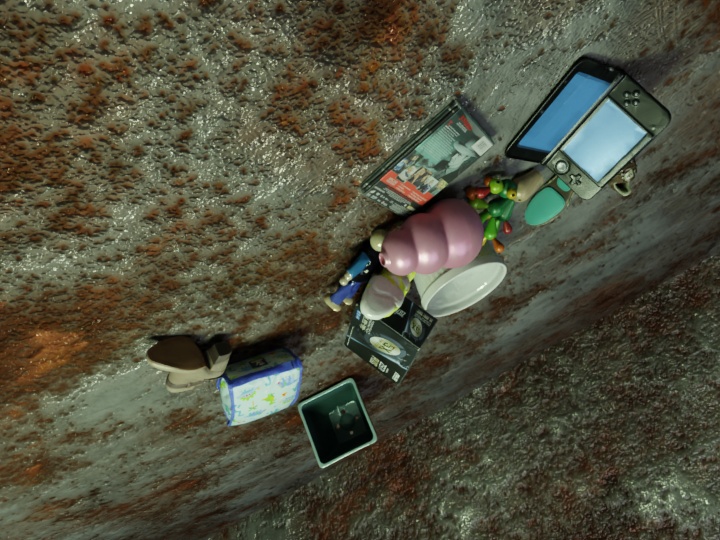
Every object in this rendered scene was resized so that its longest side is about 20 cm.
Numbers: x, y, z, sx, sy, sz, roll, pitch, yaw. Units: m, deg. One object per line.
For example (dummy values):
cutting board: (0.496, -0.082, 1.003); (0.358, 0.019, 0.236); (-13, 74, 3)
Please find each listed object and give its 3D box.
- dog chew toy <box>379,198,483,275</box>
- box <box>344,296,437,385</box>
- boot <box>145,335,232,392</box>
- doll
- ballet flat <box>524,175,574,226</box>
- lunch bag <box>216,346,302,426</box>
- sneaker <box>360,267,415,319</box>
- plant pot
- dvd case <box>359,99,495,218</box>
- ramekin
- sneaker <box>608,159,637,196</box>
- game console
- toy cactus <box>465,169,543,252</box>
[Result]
dog chew toy: (0.123, -0.051, 0.949); (0.196, 0.126, 0.126); (-20, 154, -21)
box: (0.060, 0.140, 1.180); (0.086, 0.162, 0.202); (-49, 168, -32)
boot: (-0.349, 0.195, 1.048); (0.197, 0.072, 0.146); (6, 142, -45)
doll: (0.000, 0.000, 1.020); (0.135, 0.049, 0.201); (-26, 159, -49)
ballet flat: (0.414, -0.169, 1.081); (0.074, 0.068, 0.202); (-25, 155, -37)
lunch bag: (-0.226, 0.254, 1.188); (0.166, 0.130, 0.200); (-15, 163, -24)
sneaker: (0.044, 0.047, 1.045); (0.200, 0.076, 0.105); (-44, 177, -46)
plant pot: (-0.056, 0.476, 1.673); (0.192, 0.200, 0.200); (-26, 163, 2)
dvd case: (0.109, -0.169, 0.857); (0.198, 0.022, 0.144); (-38, 151, 24)
ramekin: (0.203, 0.000, 1.142); (0.195, 0.107, 0.202); (-20, 153, -11)
sneaker: (0.529, -0.222, 1.066); (0.069, 0.077, 0.200); (-30, 153, 12)
game console: (0.377, -0.225, 0.893); (0.116, 0.176, 0.201); (-38, 170, -45)
toy cactus: (0.281, -0.129, 1.014); (0.163, 0.103, 0.201); (-35, 145, -2)
